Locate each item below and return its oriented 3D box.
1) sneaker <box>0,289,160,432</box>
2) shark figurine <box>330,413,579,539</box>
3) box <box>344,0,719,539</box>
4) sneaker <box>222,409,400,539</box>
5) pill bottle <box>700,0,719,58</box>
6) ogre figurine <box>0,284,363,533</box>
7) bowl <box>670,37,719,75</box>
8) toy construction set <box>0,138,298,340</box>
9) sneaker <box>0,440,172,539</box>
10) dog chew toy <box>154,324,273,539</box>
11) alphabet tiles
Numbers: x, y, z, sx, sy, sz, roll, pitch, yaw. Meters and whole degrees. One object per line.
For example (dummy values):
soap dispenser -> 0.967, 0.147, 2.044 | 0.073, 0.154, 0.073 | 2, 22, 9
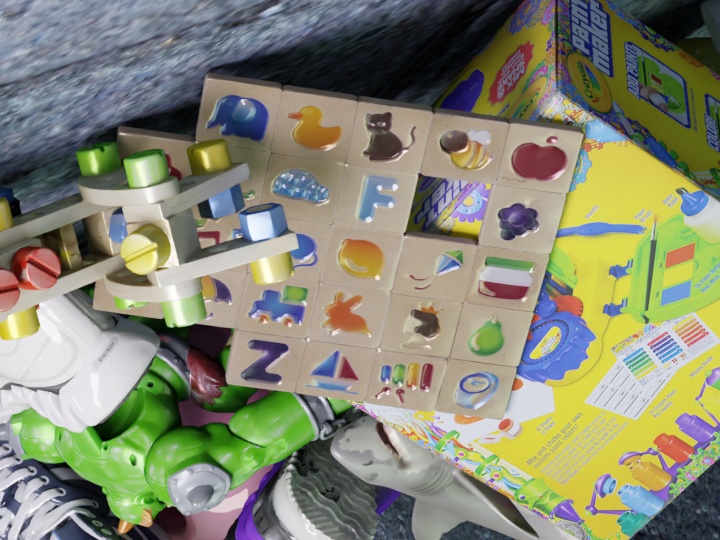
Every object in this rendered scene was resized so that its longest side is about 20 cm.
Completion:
sneaker -> -0.178, 0.032, 1.173 | 0.200, 0.081, 0.075 | -10, -139, 53
shark figurine -> 0.071, 0.136, 1.227 | 0.090, 0.214, 0.128 | -45, -172, 32
box -> 0.108, -0.001, 1.162 | 0.200, 0.193, 0.122 | -47, -159, 31
sneaker -> -0.032, 0.130, 1.274 | 0.100, 0.070, 0.200 | -51, 178, 18
pill bottle -> 0.289, -0.152, 1.286 | 0.200, 0.112, 0.112 | -27, 171, 5
ogre figurine -> -0.103, 0.064, 1.221 | 0.120, 0.200, 0.098 | -46, 155, -35
bowl -> 0.172, -0.055, 1.376 | 0.200, 0.200, 0.108 | -31, 143, 27
toy construction set -> -0.137, -0.005, 0.978 | 0.200, 0.092, 0.131 | -5, -175, -43
sneaker -> -0.178, 0.124, 1.256 | 0.070, 0.200, 0.109 | -52, -175, 7
dog chew toy -> -0.071, 0.056, 1.365 | 0.200, 0.125, 0.125 | -56, -172, -30
alphabet tiles -> -0.016, -0.009, 1.078 | 0.200, 0.008, 0.167 | 8, 127, -6
